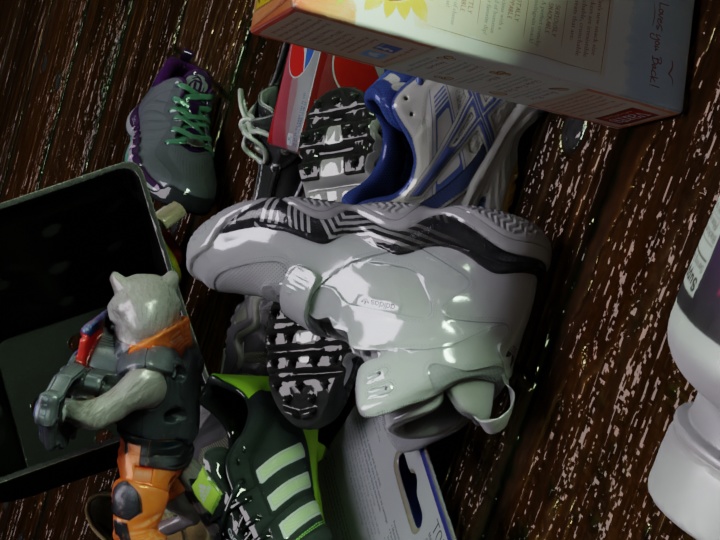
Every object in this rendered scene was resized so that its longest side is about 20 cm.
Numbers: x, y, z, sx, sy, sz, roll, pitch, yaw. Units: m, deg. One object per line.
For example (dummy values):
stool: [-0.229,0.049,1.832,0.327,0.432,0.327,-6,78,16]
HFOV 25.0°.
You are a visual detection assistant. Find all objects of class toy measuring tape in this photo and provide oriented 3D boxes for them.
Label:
toy measuring tape: [-0.169,-0.009,1.335,0.200,0.074,0.074,162,117,-64]

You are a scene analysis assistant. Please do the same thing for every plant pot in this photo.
plant pot: [-0.218,0.066,1.215,0.177,0.200,0.200,80,170,-71]

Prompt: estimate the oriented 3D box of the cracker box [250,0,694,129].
cracker box: [0.059,-0.153,0.741,0.058,0.200,0.134,169,111,-66]

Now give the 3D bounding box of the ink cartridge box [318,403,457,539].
ink cartridge box: [0.011,0.173,0.890,0.200,0.041,0.200,-61,28,32]

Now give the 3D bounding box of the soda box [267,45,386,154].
soda box: [0.001,-0.167,1.034,0.063,0.070,0.200,-155,78,-67]

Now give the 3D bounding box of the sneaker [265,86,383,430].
sneaker: [0.000,0.000,0.944,0.066,0.090,0.200,-5,68,35]

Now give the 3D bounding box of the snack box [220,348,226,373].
snack box: [-0.089,0.153,1.138,0.072,0.024,0.200,166,113,-65]

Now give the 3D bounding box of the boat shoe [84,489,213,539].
boat shoe: [-0.145,0.192,1.139,0.200,0.063,0.073,180,101,-69]

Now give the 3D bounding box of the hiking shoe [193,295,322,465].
hiking shoe: [-0.047,0.081,1.046,0.101,0.076,0.200,52,123,31]

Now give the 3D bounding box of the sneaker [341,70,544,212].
sneaker: [0.052,-0.101,0.873,0.075,0.088,0.200,33,108,66]

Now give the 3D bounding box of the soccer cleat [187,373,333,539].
soccer cleat: [-0.052,0.140,0.893,0.068,0.081,0.200,-58,30,38]

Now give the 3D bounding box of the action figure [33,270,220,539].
action figure: [-0.119,0.087,0.994,0.200,0.105,0.194,-64,-29,-66]

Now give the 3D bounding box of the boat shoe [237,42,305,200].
boat shoe: [-0.050,-0.102,1.119,0.199,0.068,0.074,-65,27,27]

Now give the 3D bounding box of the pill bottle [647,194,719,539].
pill bottle: [0.169,0.000,0.536,0.111,0.111,0.200,50,125,60]

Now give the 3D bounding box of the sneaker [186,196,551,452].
sneaker: [-0.005,0.027,0.834,0.075,0.200,0.115,52,-137,-61]

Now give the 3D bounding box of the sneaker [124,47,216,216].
sneaker: [-0.153,-0.121,1.353,0.088,0.074,0.200,-63,27,19]
